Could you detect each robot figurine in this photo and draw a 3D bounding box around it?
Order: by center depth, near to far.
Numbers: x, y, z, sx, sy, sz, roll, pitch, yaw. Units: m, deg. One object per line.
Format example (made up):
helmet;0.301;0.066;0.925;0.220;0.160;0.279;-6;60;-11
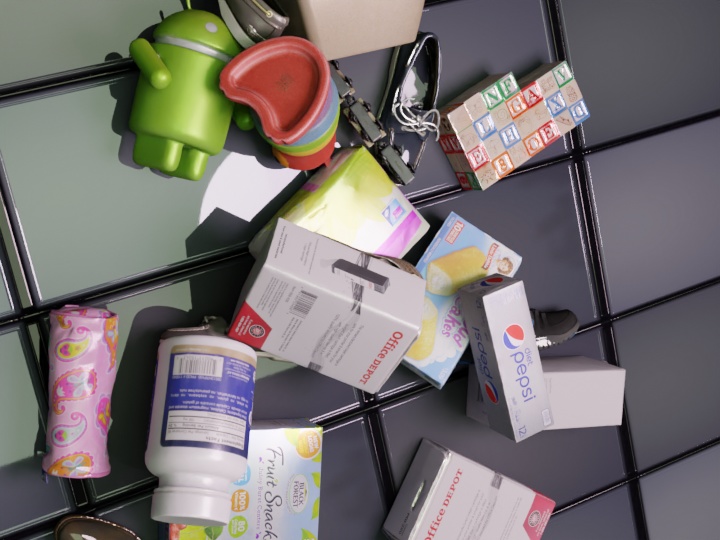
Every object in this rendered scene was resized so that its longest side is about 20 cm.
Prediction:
robot figurine;-0.202;-0.212;1.242;0.175;0.115;0.203;18;86;-51

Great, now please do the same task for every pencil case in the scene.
pencil case;-0.331;0.144;1.244;0.086;0.087;0.203;3;95;-23

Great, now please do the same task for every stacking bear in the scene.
stacking bear;-0.076;-0.182;1.257;0.114;0.200;0.121;-44;74;-7

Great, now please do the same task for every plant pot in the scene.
plant pot;-0.029;-0.356;1.270;0.197;0.199;0.180;-15;112;-21

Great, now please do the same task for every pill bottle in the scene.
pill bottle;-0.186;0.187;1.224;0.118;0.119;0.203;13;69;-24

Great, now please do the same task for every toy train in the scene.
toy train;0.003;-0.192;1.354;0.034;0.046;0.201;-37;94;-4

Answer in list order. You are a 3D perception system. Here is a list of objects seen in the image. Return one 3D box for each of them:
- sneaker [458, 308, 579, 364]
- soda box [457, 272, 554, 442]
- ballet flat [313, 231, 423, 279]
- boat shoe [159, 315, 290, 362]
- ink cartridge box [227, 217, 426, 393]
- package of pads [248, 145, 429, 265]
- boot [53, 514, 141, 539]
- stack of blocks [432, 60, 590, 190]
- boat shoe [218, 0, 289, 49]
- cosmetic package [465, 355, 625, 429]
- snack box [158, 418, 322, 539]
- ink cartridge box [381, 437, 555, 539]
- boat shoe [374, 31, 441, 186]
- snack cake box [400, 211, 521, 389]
sneaker;0.219;0.073;1.477;0.197;0.073;0.083;-11;92;-24
soda box;0.185;0.110;1.351;0.063;0.068;0.203;-20;106;-20
ballet flat;0.000;0.000;1.317;0.198;0.046;0.068;23;88;-25
boat shoe;-0.150;0.079;1.322;0.197;0.067;0.058;8;83;-19
ink cartridge box;-0.039;0.046;1.258;0.198;0.145;0.084;23;46;-10
package of pads;-0.029;-0.045;1.360;0.200;0.068;0.155;-47;111;-12
boot;-0.280;0.367;1.280;0.199;0.097;0.075;40;80;-22
stack of blocks;0.204;-0.211;1.448;0.199;0.058;0.116;-34;107;-17
boat shoe;-0.149;-0.348;1.239;0.060;0.072;0.203;-36;76;23
cosmetic package;0.259;0.170;1.487;0.197;0.107;0.086;1;95;-22
snack box;-0.151;0.278;1.342;0.197;0.067;0.172;0;94;-24
ink cartridge box;0.149;0.341;1.470;0.198;0.085;0.147;29;84;-25
boat shoe;0.069;-0.211;1.388;0.074;0.062;0.203;13;91;-26
snack cake box;0.114;0.041;1.408;0.114;0.067;0.201;32;81;9
